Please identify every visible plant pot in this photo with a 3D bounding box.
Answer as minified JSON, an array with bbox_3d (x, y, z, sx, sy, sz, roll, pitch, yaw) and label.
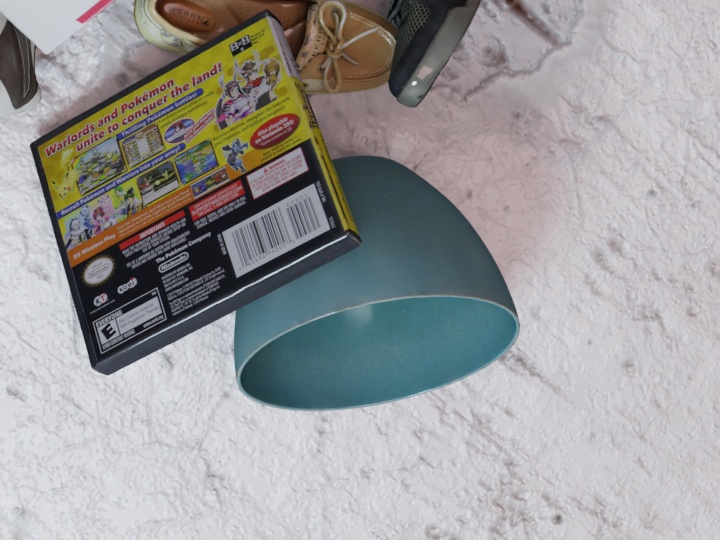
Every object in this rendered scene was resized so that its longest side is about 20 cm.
[{"bbox_3d":[0.000,0.000,1.145,0.199,0.200,0.136,-7,66,-12],"label":"plant pot"}]

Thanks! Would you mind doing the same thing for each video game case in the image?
[{"bbox_3d":[-0.115,-0.053,1.089,0.199,0.025,0.182,-27,65,14],"label":"video game case"}]

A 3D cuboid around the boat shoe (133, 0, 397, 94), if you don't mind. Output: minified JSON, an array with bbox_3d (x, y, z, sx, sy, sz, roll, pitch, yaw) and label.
[{"bbox_3d":[-0.060,-0.165,1.151,0.199,0.063,0.074,6,97,-15],"label":"boat shoe"}]

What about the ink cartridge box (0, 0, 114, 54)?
[{"bbox_3d":[-0.147,-0.251,1.036,0.084,0.145,0.200,43,61,-18],"label":"ink cartridge box"}]

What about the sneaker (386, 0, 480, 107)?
[{"bbox_3d":[0.032,-0.211,1.140,0.114,0.076,0.200,22,68,-9],"label":"sneaker"}]

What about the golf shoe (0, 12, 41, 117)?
[{"bbox_3d":[-0.259,-0.197,1.100,0.094,0.077,0.201,8,76,-57],"label":"golf shoe"}]
